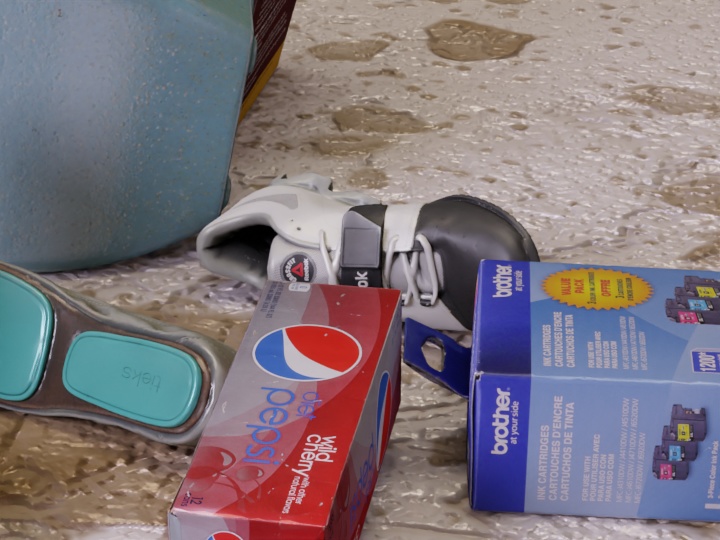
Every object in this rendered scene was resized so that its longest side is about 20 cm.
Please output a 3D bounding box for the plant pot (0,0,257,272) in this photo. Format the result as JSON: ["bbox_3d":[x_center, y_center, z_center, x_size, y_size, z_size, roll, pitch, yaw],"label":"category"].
[{"bbox_3d":[-0.163,-0.109,1.543,0.199,0.197,0.197,10,22,-7],"label":"plant pot"}]

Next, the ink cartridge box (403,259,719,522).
[{"bbox_3d":[0.119,0.055,1.309,0.198,0.077,0.137,1,23,2],"label":"ink cartridge box"}]

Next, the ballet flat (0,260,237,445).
[{"bbox_3d":[-0.135,0.044,1.351,0.199,0.068,0.064,18,0,31],"label":"ballet flat"}]

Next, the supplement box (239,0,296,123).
[{"bbox_3d":[-0.105,-0.207,1.711,0.132,0.201,0.197,19,25,3],"label":"supplement box"}]

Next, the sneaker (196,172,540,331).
[{"bbox_3d":[0.000,0.000,1.437,0.199,0.075,0.088,8,22,39],"label":"sneaker"}]

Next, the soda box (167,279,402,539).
[{"bbox_3d":[-0.029,0.080,1.226,0.070,0.064,0.200,5,30,9],"label":"soda box"}]
